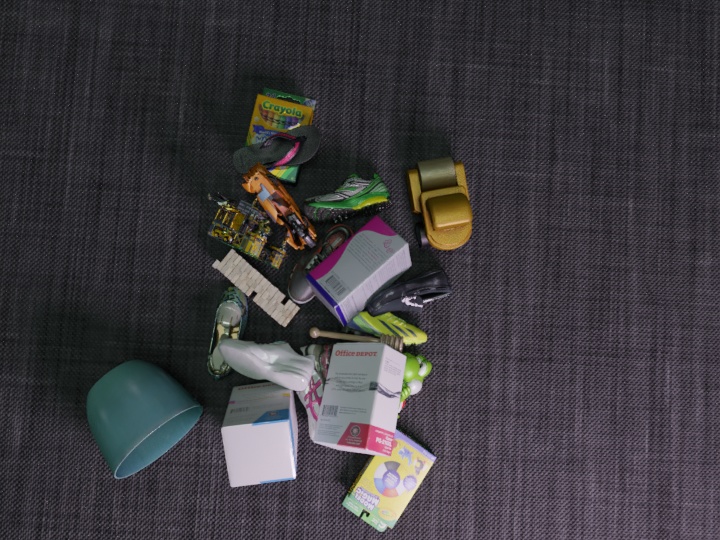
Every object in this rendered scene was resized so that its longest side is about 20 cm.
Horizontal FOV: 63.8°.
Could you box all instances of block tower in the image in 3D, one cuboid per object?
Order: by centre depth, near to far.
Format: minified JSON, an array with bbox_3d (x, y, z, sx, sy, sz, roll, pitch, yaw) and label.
[{"bbox_3d":[-0.219,0.035,1.231,0.199,0.054,0.058,40,85,-4],"label":"block tower"}]

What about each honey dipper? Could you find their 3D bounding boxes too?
[{"bbox_3d":[-0.010,0.139,1.196,0.197,0.038,0.039,8,86,8],"label":"honey dipper"}]

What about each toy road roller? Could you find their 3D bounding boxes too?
[{"bbox_3d":[0.175,-0.145,1.219,0.121,0.146,0.203,-10,86,-3],"label":"toy road roller"}]

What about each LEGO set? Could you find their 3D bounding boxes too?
[{"bbox_3d":[-0.218,-0.092,1.189,0.152,0.200,0.117,23,85,20],"label":"LEGO set"}]

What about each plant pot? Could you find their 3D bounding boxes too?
[{"bbox_3d":[-0.441,0.277,1.149,0.200,0.201,0.161,-43,76,-4],"label":"plant pot"}]

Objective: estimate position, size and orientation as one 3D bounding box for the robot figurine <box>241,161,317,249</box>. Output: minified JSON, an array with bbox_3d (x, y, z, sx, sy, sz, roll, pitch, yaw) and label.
[{"bbox_3d":[-0.161,-0.126,1.194,0.058,0.145,0.201,-35,112,6],"label":"robot figurine"}]

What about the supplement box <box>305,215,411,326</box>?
[{"bbox_3d":[0.000,0.000,1.199,0.200,0.104,0.101,-41,63,-10],"label":"supplement box"}]

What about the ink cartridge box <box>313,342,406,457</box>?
[{"bbox_3d":[0.001,0.253,1.149,0.143,0.084,0.203,-7,63,40],"label":"ink cartridge box"}]

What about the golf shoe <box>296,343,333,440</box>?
[{"bbox_3d":[-0.098,0.257,1.224,0.091,0.073,0.203,-1,78,14],"label":"golf shoe"}]

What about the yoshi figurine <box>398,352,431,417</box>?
[{"bbox_3d":[0.062,0.247,1.210,0.112,0.112,0.200,42,83,8],"label":"yoshi figurine"}]

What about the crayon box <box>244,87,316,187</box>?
[{"bbox_3d":[-0.178,-0.298,1.264,0.124,0.052,0.203,13,85,-1],"label":"crayon box"}]

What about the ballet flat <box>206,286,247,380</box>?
[{"bbox_3d":[-0.282,0.133,1.222,0.073,0.074,0.203,7,85,-2],"label":"ballet flat"}]

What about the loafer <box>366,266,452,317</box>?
[{"bbox_3d":[0.106,0.056,1.221,0.198,0.068,0.071,-22,69,-21],"label":"loafer"}]

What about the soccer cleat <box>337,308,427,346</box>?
[{"bbox_3d":[0.050,0.110,1.238,0.197,0.065,0.085,12,83,-1],"label":"soccer cleat"}]

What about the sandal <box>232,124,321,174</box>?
[{"bbox_3d":[-0.174,-0.251,1.213,0.197,0.045,0.076,-19,87,-3],"label":"sandal"}]

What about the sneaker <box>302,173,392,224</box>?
[{"bbox_3d":[-0.034,-0.156,1.246,0.197,0.078,0.086,-13,75,-23],"label":"sneaker"}]

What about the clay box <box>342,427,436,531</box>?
[{"bbox_3d":[0.059,0.444,1.222,0.114,0.048,0.201,33,85,0],"label":"clay box"}]

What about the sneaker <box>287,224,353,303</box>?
[{"bbox_3d":[-0.090,-0.021,1.232,0.077,0.082,0.201,34,85,1],"label":"sneaker"}]

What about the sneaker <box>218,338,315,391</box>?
[{"bbox_3d":[-0.189,0.174,1.186,0.198,0.076,0.089,21,47,2],"label":"sneaker"}]

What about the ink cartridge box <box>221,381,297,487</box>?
[{"bbox_3d":[-0.193,0.313,1.158,0.126,0.200,0.127,-6,104,-3],"label":"ink cartridge box"}]
